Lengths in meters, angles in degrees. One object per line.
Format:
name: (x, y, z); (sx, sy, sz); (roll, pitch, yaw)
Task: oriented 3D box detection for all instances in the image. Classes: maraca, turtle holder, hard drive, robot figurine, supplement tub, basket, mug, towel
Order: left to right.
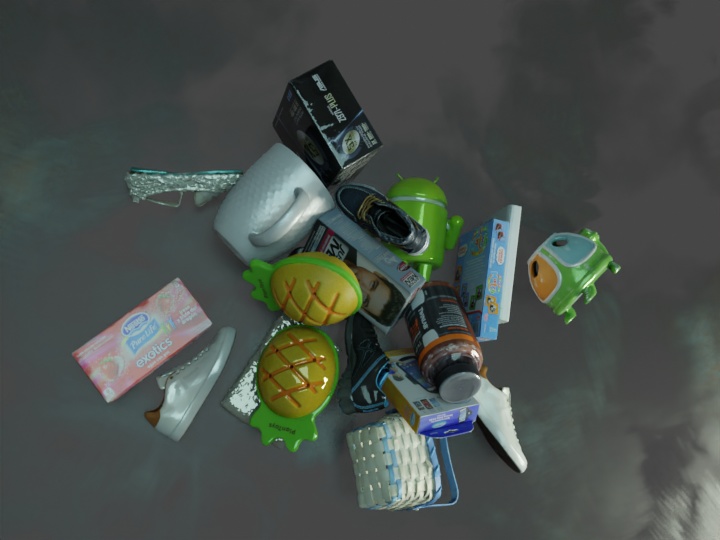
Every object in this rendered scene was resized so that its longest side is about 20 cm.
mug: (-0.144, -0.094, 1.255); (0.175, 0.200, 0.148); (-45, 113, -9)
towel: (-0.131, 0.181, 1.299); (0.132, 0.034, 0.201); (36, 76, -5)
maraca: (-0.107, 0.185, 1.227); (0.135, 0.107, 0.203); (10, 74, 13)
maraca: (-0.092, 0.029, 1.219); (0.197, 0.138, 0.108); (3, 44, 20)
basket: (0.079, 0.311, 1.281); (0.198, 0.139, 0.179); (3, 68, -37)
robot figurine: (0.094, -0.073, 1.351); (0.173, 0.116, 0.203); (6, 79, -5)
supplement tub: (0.138, 0.117, 1.259); (0.105, 0.108, 0.201); (0, 40, -14)
hard drive: (0.240, -0.005, 1.368); (0.026, 0.132, 0.203); (12, 79, -12)
turtle holder: (0.393, -0.011, 1.405); (0.185, 0.141, 0.132); (-44, 76, -7)

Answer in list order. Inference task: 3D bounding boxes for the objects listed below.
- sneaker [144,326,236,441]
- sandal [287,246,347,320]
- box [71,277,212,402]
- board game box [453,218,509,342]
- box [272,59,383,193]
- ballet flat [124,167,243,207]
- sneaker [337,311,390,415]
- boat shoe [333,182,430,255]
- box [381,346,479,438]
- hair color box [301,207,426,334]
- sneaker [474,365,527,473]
sneaker: (-0.277, 0.168, 1.235); (0.084, 0.073, 0.201); (32, 77, -9)
sandal: (-0.041, 0.028, 1.338); (0.199, 0.045, 0.076); (33, 74, -7)
box: (-0.344, 0.112, 1.222); (0.199, 0.103, 0.095); (-38, 91, -15)
board game box: (0.204, 0.024, 1.345); (0.036, 0.151, 0.203); (10, 79, -13)
box: (-0.062, -0.230, 1.294); (0.086, 0.200, 0.165); (-31, 90, -18)
ballet flat: (-0.297, -0.141, 1.299); (0.197, 0.072, 0.073); (0, 81, -8)
sneaker: (0.015, 0.144, 1.269); (0.081, 0.073, 0.202); (-4, 59, 16)
boat shoe: (0.024, -0.098, 1.271); (0.199, 0.091, 0.071); (33, 91, 25)
box: (0.106, 0.199, 1.267); (0.118, 0.200, 0.042); (-6, 119, -28)
hair color box: (0.000, 0.000, 1.270); (0.199, 0.100, 0.061); (38, 36, 12)
sneaker: (0.251, 0.259, 1.358); (0.084, 0.073, 0.201); (-32, 88, -14)
